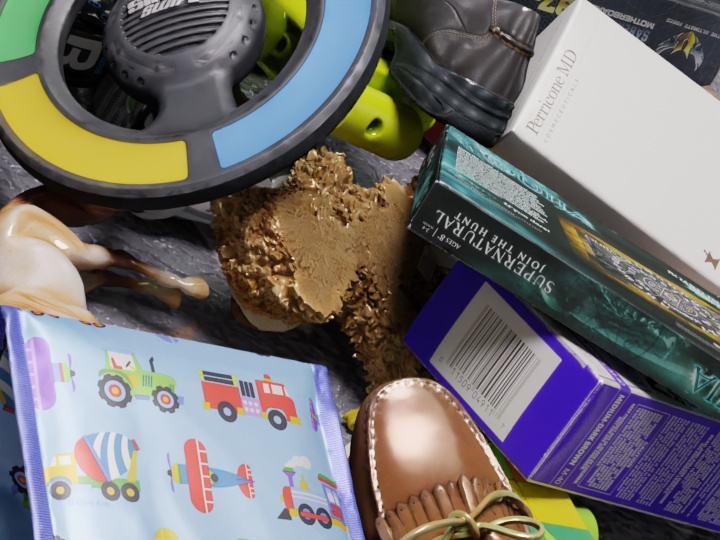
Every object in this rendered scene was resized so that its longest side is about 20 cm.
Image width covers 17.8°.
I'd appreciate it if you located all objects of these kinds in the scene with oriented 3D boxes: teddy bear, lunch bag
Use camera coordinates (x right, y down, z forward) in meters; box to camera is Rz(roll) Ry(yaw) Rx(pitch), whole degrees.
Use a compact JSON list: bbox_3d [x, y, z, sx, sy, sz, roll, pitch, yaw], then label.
[{"bbox_3d":[0.000,0.000,1.140,0.146,0.067,0.200,60,34,1],"label":"teddy bear"},{"bbox_3d":[-0.066,0.125,0.855,0.150,0.094,0.201,12,39,-34],"label":"lunch bag"}]

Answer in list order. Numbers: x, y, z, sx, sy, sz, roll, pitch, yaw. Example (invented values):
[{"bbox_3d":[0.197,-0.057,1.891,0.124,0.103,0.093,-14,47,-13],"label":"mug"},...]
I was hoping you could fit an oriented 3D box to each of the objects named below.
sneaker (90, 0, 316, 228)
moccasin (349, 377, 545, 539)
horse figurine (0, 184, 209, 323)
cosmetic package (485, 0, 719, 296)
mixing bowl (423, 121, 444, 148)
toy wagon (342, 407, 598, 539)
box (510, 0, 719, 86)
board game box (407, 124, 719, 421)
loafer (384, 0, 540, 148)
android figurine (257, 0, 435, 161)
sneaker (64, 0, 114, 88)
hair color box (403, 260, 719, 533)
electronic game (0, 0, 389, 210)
[{"bbox_3d":[-0.077,-0.082,1.232,0.115,0.075,0.201,21,35,-26],"label":"sneaker"},{"bbox_3d":[0.043,0.128,0.885,0.073,0.078,0.203,-4,58,-13],"label":"moccasin"},{"bbox_3d":[-0.126,0.014,1.023,0.132,0.050,0.201,19,28,-23],"label":"horse figurine"},{"bbox_3d":[0.157,-0.037,1.234,0.199,0.085,0.108,35,57,-11],"label":"cosmetic package"},{"bbox_3d":[0.095,-0.120,1.410,0.199,0.109,0.201,23,26,-12],"label":"mixing bowl"},{"bbox_3d":[0.041,0.114,1.015,0.154,0.040,0.200,13,30,-29],"label":"toy wagon"},{"bbox_3d":[0.111,-0.189,1.369,0.199,0.051,0.158,14,29,-24],"label":"box"},{"bbox_3d":[0.115,0.006,1.082,0.199,0.028,0.135,32,14,-4],"label":"board game box"},{"bbox_3d":[0.040,-0.140,1.215,0.072,0.073,0.200,24,18,-37],"label":"loafer"},{"bbox_3d":[-0.030,-0.123,1.222,0.199,0.041,0.182,22,20,-52],"label":"android figurine"},{"bbox_3d":[-0.181,-0.125,1.190,0.111,0.073,0.200,22,25,-6],"label":"sneaker"},{"bbox_3d":[0.126,0.062,1.115,0.199,0.065,0.109,21,20,-48],"label":"hair color box"},{"bbox_3d":[-0.083,-0.112,1.084,0.198,0.042,0.201,-8,54,11],"label":"electronic game"}]
